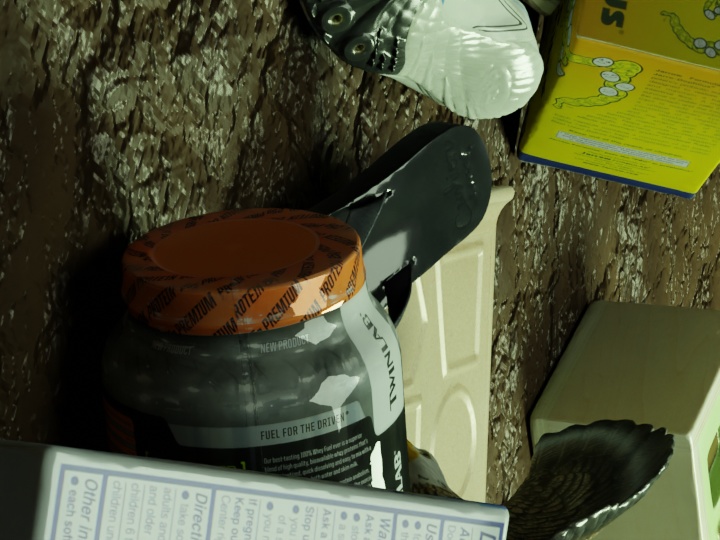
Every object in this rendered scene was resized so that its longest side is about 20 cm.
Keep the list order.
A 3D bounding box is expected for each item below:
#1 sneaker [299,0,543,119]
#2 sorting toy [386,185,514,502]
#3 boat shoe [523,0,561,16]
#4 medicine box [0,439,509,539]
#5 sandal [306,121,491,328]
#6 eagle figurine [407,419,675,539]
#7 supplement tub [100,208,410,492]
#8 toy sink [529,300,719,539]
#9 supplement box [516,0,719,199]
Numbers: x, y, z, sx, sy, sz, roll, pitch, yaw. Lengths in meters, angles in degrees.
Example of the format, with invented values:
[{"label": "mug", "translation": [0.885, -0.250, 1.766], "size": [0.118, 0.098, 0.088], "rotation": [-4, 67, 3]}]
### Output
[{"label": "sneaker", "translation": [0.020, -0.131, 1.231], "size": [0.200, 0.072, 0.073], "rotation": [30, 22, -55]}, {"label": "sorting toy", "translation": [0.024, 0.059, 1.308], "size": [0.185, 0.036, 0.202], "rotation": [-13, 111, -66]}, {"label": "boat shoe", "translation": [0.080, -0.181, 1.300], "size": [0.065, 0.072, 0.200], "rotation": [-50, 164, 6]}, {"label": "medicine box", "translation": [-0.061, 0.158, 0.885], "size": [0.199, 0.103, 0.184], "rotation": [11, 84, -37]}, {"label": "sandal", "translation": [0.000, -0.001, 1.166], "size": [0.200, 0.043, 0.076], "rotation": [-47, 131, -31]}, {"label": "eagle figurine", "translation": [0.059, 0.134, 1.209], "size": [0.199, 0.151, 0.152], "rotation": [14, 68, -46]}, {"label": "supplement tub", "translation": [-0.040, 0.084, 1.040], "size": [0.123, 0.122, 0.202], "rotation": [-42, 133, -58]}, {"label": "toy sink", "translation": [0.187, 0.140, 1.606], "size": [0.131, 0.111, 0.201], "rotation": [-55, 143, -50]}, {"label": "supplement box", "translation": [0.159, -0.128, 1.397], "size": [0.200, 0.109, 0.110], "rotation": [111, -8, -73]}]
